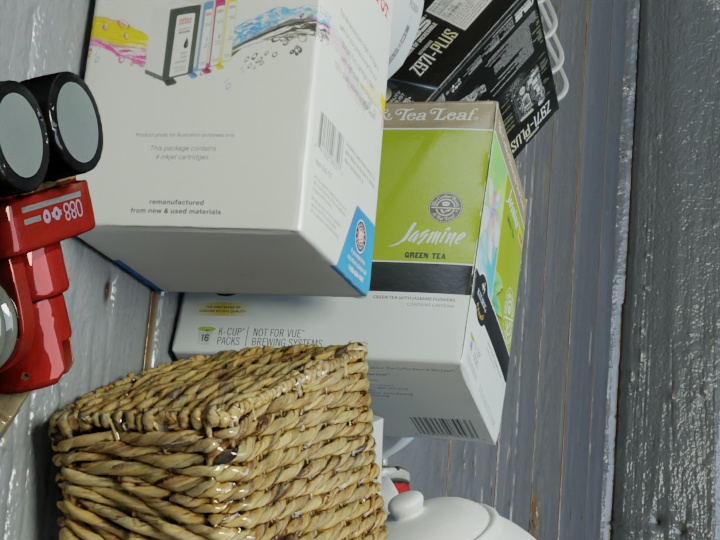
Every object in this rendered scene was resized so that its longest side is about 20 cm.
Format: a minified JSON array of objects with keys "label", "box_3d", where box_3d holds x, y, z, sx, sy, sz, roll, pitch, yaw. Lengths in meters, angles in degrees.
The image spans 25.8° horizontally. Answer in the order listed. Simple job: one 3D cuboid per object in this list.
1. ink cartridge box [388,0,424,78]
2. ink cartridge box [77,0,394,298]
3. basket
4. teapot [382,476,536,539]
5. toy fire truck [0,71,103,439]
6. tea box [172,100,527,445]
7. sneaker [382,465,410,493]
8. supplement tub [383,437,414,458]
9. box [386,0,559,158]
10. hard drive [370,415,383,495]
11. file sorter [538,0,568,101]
[{"label":"ink cartridge box","box_3d":[0.017,-0.202,1.169,0.057,0.199,0.162,54,10,15]},{"label":"ink cartridge box","box_3d":[-0.070,-0.100,0.929,0.147,0.143,0.203,44,49,-68]},{"label":"basket","box_3d":[-0.082,0.132,0.898,0.200,0.141,0.151,-22,106,-65]},{"label":"teapot","box_3d":[0.051,0.222,1.092,0.197,0.198,0.148,-30,102,-52]},{"label":"toy fire truck","box_3d":[-0.181,0.032,0.657,0.176,0.127,0.203,-32,112,-69]},{"label":"tea box","box_3d":[0.000,0.000,1.075,0.134,0.197,0.199,62,34,-58]},{"label":"sneaker","box_3d":[-0.017,0.206,1.233,0.199,0.076,0.086,-14,88,-62]},{"label":"supplement tub","box_3d":[0.014,0.075,1.247,0.200,0.130,0.134,-16,107,-72]},{"label":"box","box_3d":[0.070,-0.139,1.344,0.200,0.086,0.164,-49,147,-17]},{"label":"hard drive","box_3d":[-0.049,0.186,1.021,0.027,0.130,0.203,-17,111,-60]},{"label":"file sorter","box_3d":[0.115,-0.247,1.489,0.201,0.123,0.140,68,3,-53]}]
